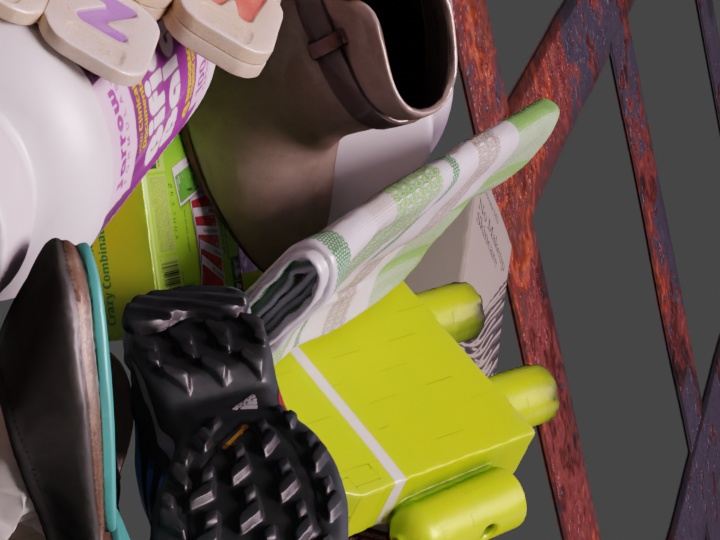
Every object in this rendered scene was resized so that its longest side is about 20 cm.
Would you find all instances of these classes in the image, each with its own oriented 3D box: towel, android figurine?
[{"bbox_3d":[0.000,0.000,1.040,0.031,0.149,0.200,52,41,5],"label":"towel"},{"bbox_3d":[-0.002,0.062,1.111,0.199,0.182,0.041,-18,145,-40],"label":"android figurine"}]

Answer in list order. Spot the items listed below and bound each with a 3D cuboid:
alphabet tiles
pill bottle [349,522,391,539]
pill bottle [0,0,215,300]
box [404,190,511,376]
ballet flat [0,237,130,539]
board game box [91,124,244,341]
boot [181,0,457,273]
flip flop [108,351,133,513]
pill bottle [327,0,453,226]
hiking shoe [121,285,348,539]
[{"bbox_3d":[-0.113,-0.143,0.839,0.199,0.015,0.196,30,30,-12],"label":"alphabet tiles"},{"bbox_3d":[-0.002,0.158,1.130,0.201,0.112,0.113,-76,152,-46],"label":"pill bottle"},{"bbox_3d":[-0.128,-0.058,0.832,0.200,0.111,0.113,-63,142,-60],"label":"pill bottle"},{"bbox_3d":[0.039,0.037,1.367,0.082,0.068,0.201,65,26,-44],"label":"box"},{"bbox_3d":[-0.106,0.084,0.787,0.068,0.068,0.201,-116,-164,-57],"label":"ballet flat"},{"bbox_3d":[-0.101,-0.075,1.020,0.102,0.047,0.202,-16,99,-72],"label":"board game box"},{"bbox_3d":[-0.014,-0.080,0.960,0.070,0.146,0.201,-24,114,-29],"label":"boot"},{"bbox_3d":[-0.123,0.088,0.878,0.200,0.057,0.082,-48,128,-66],"label":"flip flop"},{"bbox_3d":[-0.011,-0.104,1.141,0.200,0.113,0.115,-84,161,-65],"label":"pill bottle"},{"bbox_3d":[-0.046,0.093,0.895,0.201,0.074,0.087,-105,-169,-50],"label":"hiking shoe"}]
